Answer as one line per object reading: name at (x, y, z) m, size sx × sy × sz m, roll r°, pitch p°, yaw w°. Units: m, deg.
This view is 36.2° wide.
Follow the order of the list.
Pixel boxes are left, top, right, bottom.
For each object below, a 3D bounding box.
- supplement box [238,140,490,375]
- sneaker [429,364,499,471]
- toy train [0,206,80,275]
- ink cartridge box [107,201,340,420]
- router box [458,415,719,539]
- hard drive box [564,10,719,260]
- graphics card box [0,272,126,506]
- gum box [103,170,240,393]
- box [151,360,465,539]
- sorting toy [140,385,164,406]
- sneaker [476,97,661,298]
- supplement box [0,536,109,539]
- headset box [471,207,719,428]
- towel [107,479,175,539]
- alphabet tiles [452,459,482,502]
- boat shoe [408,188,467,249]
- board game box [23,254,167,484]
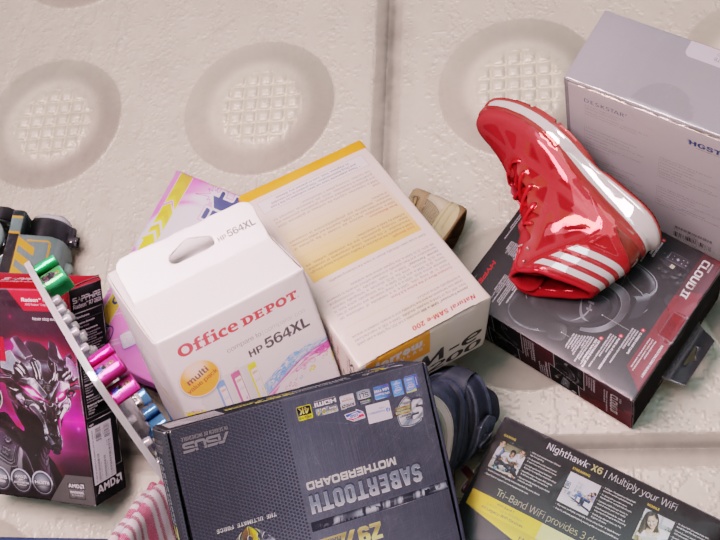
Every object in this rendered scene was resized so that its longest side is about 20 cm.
supplement box at (0.000, 0.000, 0.923) m, size 0.126 × 0.074 × 0.200 m, roll -26°, pitch 58°, yaw -17°
sneaker at (0.052, 0.174, 0.928) m, size 0.077 × 0.146 × 0.203 m, roll 25°, pitch 112°, yaw 16°
toy train at (-0.346, 0.029, 1.093) m, size 0.114 × 0.085 × 0.201 m, roll 5°, pitch 64°, yaw 2°
ink cartridge box at (-0.104, 0.060, 0.883) m, size 0.128 × 0.200 × 0.125 m, roll -28°, pitch 35°, yaw -16°
router box at (0.169, 0.232, 0.884) m, size 0.200 × 0.052 × 0.158 m, roll 25°, pitch 71°, yaw 20°
hard drive box at (0.263, -0.110, 0.948) m, size 0.156 × 0.200 × 0.077 m, roll 27°, pitch 74°, yaw 22°
graphics card box at (-0.283, 0.105, 0.986) m, size 0.125 × 0.051 × 0.201 m, roll 2°, pitch 104°, yaw 24°
gum box at (-0.161, 0.023, 1.020) m, size 0.113 × 0.066 × 0.200 m, roll 22°, pitch 77°, yaw 21°
box at (-0.032, 0.162, 0.778) m, size 0.199 × 0.051 × 0.158 m, roll -12°, pitch 91°, yaw -21°
sorting toy at (-0.103, 0.062, 1.042) m, size 0.185 × 0.036 × 0.200 m, roll 31°, pitch 75°, yaw 24°
sneaker at (0.145, -0.057, 0.935) m, size 0.115 × 0.078 × 0.200 m, roll -41°, pitch 61°, yaw -10°
supplement box at (-0.270, 0.330, 0.897) m, size 0.199 × 0.134 × 0.200 m, roll -2°, pitch 65°, yaw 12°
headset box at (0.208, 0.027, 0.965) m, size 0.200 × 0.077 × 0.149 m, roll 31°, pitch 75°, yaw 23°
towel at (-0.145, 0.257, 0.848) m, size 0.030 × 0.200 × 0.147 m, roll -27°, pitch 98°, yaw 12°
alphabet tiles at (0.064, 0.259, 0.927) m, size 0.166 × 0.006 × 0.201 m, roll -3°, pitch 64°, yaw 11°
boat shoe at (0.025, 0.006, 1.008) m, size 0.064 × 0.071 × 0.200 m, roll 29°, pitch 57°, yaw 12°
board game box at (-0.180, 0.099, 0.860) m, size 0.026 × 0.200 × 0.200 m, roll -33°, pitch 35°, yaw -12°
